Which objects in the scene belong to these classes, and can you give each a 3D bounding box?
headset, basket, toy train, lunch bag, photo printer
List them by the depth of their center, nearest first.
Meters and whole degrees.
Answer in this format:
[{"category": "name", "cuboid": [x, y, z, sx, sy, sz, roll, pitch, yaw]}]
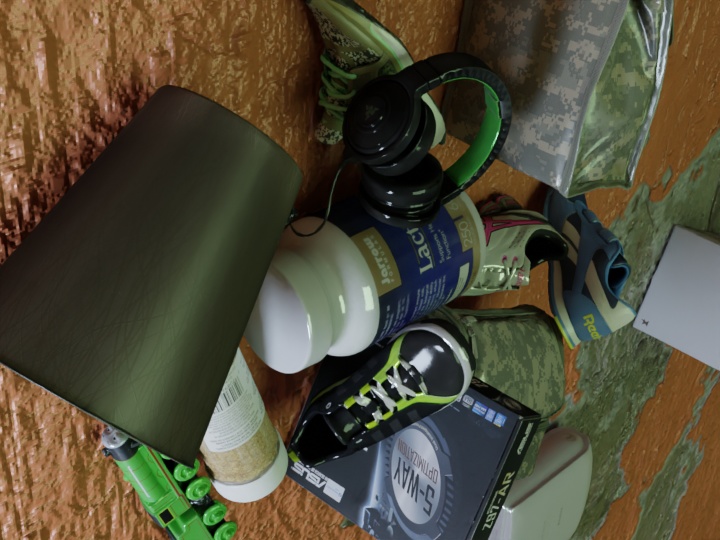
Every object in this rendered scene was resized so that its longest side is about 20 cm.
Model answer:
[{"category": "basket", "cuboid": [-0.134, -0.005, 0.705, 0.179, 0.136, 0.201, 33, 79, -21]}, {"category": "headset", "cuboid": [0.017, -0.092, 0.821, 0.199, 0.094, 0.124, -30, 141, -11]}, {"category": "toy train", "cuboid": [-0.153, 0.171, 0.878, 0.056, 0.042, 0.201, -35, 138, -15]}, {"category": "lunch bag", "cuboid": [0.170, -0.188, 0.926, 0.117, 0.164, 0.202, -11, 122, -40]}, {"category": "lunch bag", "cuboid": [0.106, 0.113, 1.072, 0.199, 0.139, 0.170, 1, 111, -50]}, {"category": "photo printer", "cuboid": [0.221, 0.301, 1.395, 0.199, 0.069, 0.168, -26, 131, -39]}]

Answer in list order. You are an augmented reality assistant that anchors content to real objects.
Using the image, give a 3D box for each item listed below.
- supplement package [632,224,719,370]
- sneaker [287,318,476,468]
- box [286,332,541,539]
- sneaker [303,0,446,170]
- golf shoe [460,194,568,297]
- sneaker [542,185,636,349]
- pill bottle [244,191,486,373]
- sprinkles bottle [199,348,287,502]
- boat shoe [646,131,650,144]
[{"category": "supplement package", "cuboid": [0.503, 0.042, 1.500, 0.199, 0.150, 0.153, 5, 110, -51]}, {"category": "sneaker", "cuboid": [0.013, 0.112, 0.882, 0.200, 0.072, 0.083, -39, -177, 41]}, {"category": "box", "cuboid": [0.039, 0.152, 0.960, 0.043, 0.199, 0.162, 7, 109, -58]}, {"category": "sneaker", "cuboid": [-0.003, -0.135, 0.837, 0.089, 0.077, 0.200, -44, 139, -3]}, {"category": "golf shoe", "cuboid": [0.116, -0.014, 1.040, 0.199, 0.092, 0.073, -26, 134, -37]}, {"category": "sneaker", "cuboid": [0.235, -0.017, 1.126, 0.074, 0.081, 0.202, 42, 40, -50]}, {"category": "pill bottle", "cuboid": [0.000, 0.000, 0.885, 0.199, 0.115, 0.117, -27, 132, -38]}, {"category": "sprinkles bottle", "cuboid": [-0.112, 0.099, 0.854, 0.068, 0.068, 0.201, -42, 140, -24]}, {"category": "boat shoe", "cuboid": [0.246, -0.163, 1.116, 0.072, 0.075, 0.200, -51, 142, -10]}]
